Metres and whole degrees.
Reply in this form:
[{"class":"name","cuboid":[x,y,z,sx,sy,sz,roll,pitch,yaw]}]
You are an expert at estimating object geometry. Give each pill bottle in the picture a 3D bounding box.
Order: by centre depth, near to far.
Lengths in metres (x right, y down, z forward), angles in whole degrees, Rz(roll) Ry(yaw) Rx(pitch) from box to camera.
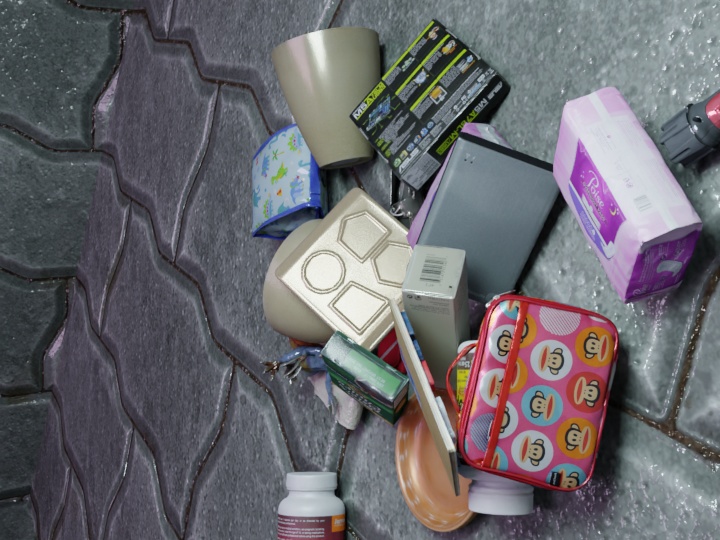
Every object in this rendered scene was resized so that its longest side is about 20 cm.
[{"class":"pill bottle","cuboid":[0.170,0.188,0.989,0.109,0.108,0.202,-11,75,56]},{"class":"pill bottle","cuboid":[-0.080,0.437,1.337,0.113,0.112,0.202,-15,72,56]}]

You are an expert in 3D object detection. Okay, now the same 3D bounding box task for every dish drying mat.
[{"class":"dish drying mat","cuboid":[0.062,0.053,1.269,0.077,0.018,0.202,14,96,59]}]

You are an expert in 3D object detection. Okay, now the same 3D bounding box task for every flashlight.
[{"class":"flashlight","cuboid":[0.375,-0.170,0.771,0.200,0.067,0.069,-42,53,45]}]

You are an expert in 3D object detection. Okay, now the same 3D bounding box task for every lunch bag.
[{"class":"lunch bag","cuboid":[0.183,0.130,0.905,0.082,0.174,0.202,46,-123,-80]},{"class":"lunch bag","cuboid":[-0.120,-0.163,1.496,0.200,0.126,0.172,145,125,-61]}]

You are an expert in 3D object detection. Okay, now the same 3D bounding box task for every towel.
[{"class":"towel","cuboid":[-0.037,0.163,1.378,0.200,0.034,0.134,39,118,59]}]

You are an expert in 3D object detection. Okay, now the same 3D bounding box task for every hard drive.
[{"class":"hard drive","cuboid":[0.154,-0.058,1.028,0.033,0.138,0.201,-72,1,-60]}]

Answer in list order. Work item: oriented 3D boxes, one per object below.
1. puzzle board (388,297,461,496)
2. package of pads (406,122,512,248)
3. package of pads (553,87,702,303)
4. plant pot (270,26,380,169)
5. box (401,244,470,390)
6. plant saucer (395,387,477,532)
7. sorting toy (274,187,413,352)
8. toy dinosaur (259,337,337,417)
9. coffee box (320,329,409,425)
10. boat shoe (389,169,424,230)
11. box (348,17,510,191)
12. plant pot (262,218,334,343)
[{"class":"puzzle board","cuboid":[0.080,0.149,0.964,0.151,0.017,0.201,74,176,-56]},{"class":"package of pads","cuboid":[0.148,-0.085,1.105,0.201,0.075,0.121,-63,38,30]},{"class":"package of pads","cuboid":[0.273,-0.081,0.857,0.121,0.075,0.201,78,175,-56]},{"class":"plant pot","cuboid":[-0.043,-0.279,1.370,0.187,0.186,0.202,-10,89,56]},{"class":"box","cuboid":[0.101,0.064,1.047,0.201,0.068,0.083,80,-157,-47]},{"class":"plant saucer","cuboid":[0.119,0.255,1.127,0.200,0.037,0.202,-17,69,55]},{"class":"sorting toy","cuboid":[0.000,0.000,1.203,0.200,0.037,0.185,41,82,20]},{"class":"toy dinosaur","cuboid":[-0.080,0.137,1.349,0.181,0.105,0.201,-28,43,33]},{"class":"coffee box","cuboid":[0.010,0.158,1.161,0.044,0.122,0.200,-53,-12,-14]},{"class":"boat shoe","cuboid":[0.064,-0.126,1.248,0.067,0.057,0.202,-17,66,55]},{"class":"box","cuboid":[0.094,-0.245,1.189,0.200,0.047,0.194,-48,41,13]},{"class":"plant pot","cuboid":[-0.038,0.034,1.298,0.134,0.200,0.202,23,105,33]}]
